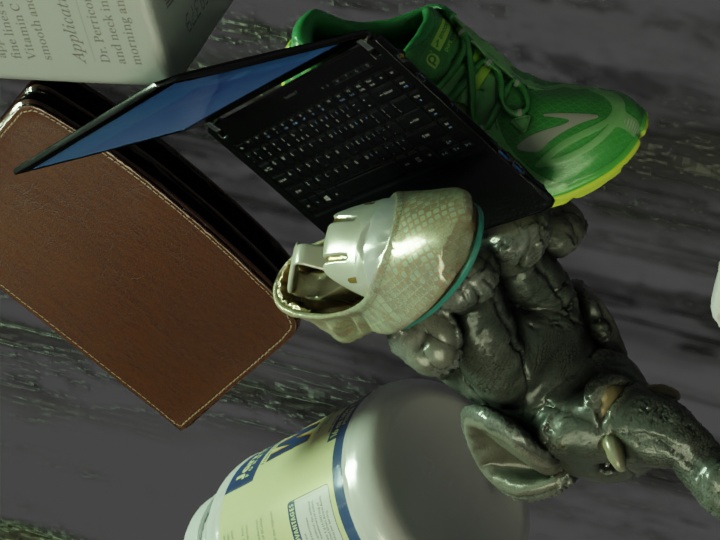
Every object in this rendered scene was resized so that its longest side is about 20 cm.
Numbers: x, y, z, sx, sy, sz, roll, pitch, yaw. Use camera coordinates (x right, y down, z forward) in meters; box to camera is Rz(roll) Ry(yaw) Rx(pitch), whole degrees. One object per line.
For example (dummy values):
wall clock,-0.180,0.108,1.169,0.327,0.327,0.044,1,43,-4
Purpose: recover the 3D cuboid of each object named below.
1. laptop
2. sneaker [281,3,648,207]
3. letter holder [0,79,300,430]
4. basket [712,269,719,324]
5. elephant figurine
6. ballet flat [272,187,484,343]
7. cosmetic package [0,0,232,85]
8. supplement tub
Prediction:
laptop,-0.040,-0.043,0.899,0.200,0.104,0.177,41,152,-19
sneaker,0.048,-0.088,0.924,0.198,0.074,0.084,12,146,15
letter holder,-0.127,-0.029,1.045,0.200,0.101,0.142,39,132,-12
basket,0.278,-0.061,0.778,0.197,0.161,0.201,18,134,9
elephant figurine,0.108,0.066,0.991,0.141,0.155,0.200,-37,100,19
ballet flat,0.000,0.000,0.904,0.062,0.068,0.200,17,162,-14
cosmetic package,-0.163,-0.203,0.858,0.198,0.166,0.166,6,131,19
supplement tub,-0.007,0.167,1.132,0.145,0.145,0.199,44,133,-17
